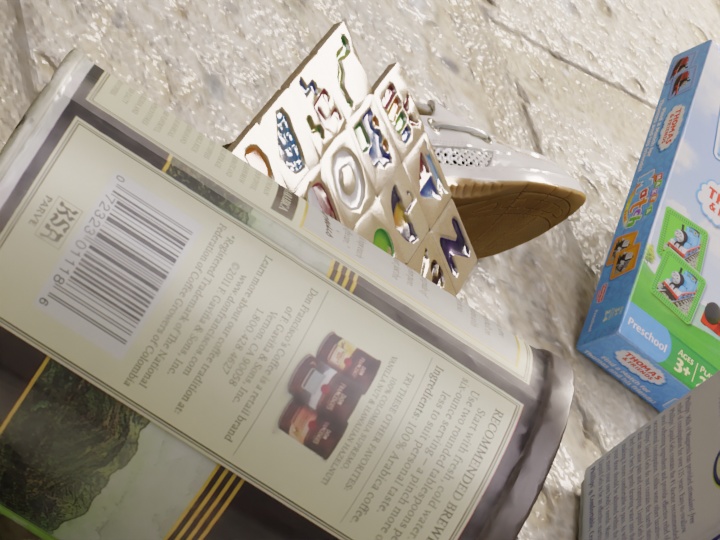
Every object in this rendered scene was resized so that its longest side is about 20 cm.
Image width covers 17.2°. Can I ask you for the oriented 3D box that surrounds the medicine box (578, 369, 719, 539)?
[{"bbox_3d":[0.230,0.121,1.073,0.182,0.200,0.103,38,31,-21],"label":"medicine box"}]

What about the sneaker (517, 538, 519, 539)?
[{"bbox_3d":[0.036,0.173,0.889,0.085,0.078,0.200,40,40,-35],"label":"sneaker"}]

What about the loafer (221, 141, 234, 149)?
[{"bbox_3d":[-0.042,0.014,0.958,0.076,0.067,0.200,28,36,-34],"label":"loafer"}]

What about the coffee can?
[{"bbox_3d":[-0.051,0.040,0.800,0.200,0.146,0.146,33,31,-7],"label":"coffee can"}]

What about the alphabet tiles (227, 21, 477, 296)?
[{"bbox_3d":[0.000,0.000,0.964,0.167,0.006,0.200,67,29,-21],"label":"alphabet tiles"}]

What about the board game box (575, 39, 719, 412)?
[{"bbox_3d":[0.204,-0.002,1.276,0.151,0.037,0.200,36,54,-22],"label":"board game box"}]

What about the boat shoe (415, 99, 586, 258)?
[{"bbox_3d":[0.033,-0.051,1.133,0.200,0.071,0.069,5,54,-51],"label":"boat shoe"}]
